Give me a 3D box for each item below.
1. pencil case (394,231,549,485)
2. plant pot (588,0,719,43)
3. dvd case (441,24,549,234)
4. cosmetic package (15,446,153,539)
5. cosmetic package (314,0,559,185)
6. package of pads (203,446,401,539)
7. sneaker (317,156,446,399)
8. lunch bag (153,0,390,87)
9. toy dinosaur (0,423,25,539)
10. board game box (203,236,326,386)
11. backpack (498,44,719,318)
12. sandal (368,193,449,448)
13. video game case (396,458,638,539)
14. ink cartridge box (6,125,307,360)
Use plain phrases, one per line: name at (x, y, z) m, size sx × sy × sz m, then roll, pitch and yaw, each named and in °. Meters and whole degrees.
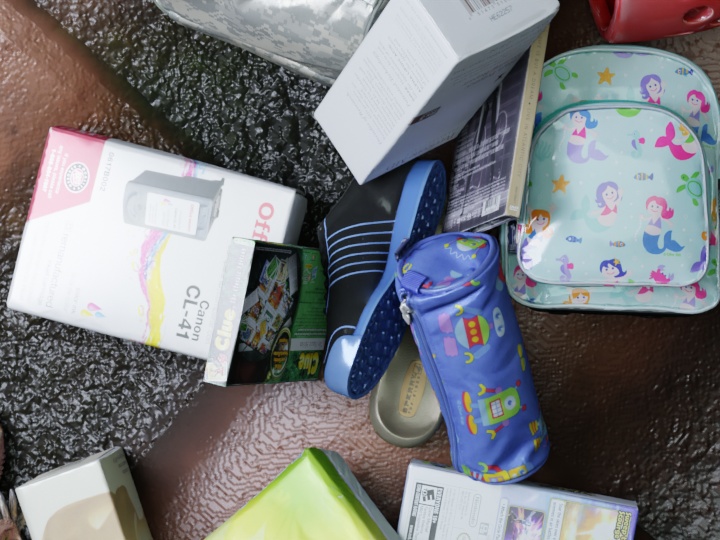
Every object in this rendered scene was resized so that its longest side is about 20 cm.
pencil case at (0.083, 0.067, 1.469) m, size 0.087 × 0.078 × 0.201 m, roll -28°, pitch 121°, yaw -17°
plant pot at (0.256, -0.275, 1.437) m, size 0.181 × 0.200 × 0.202 m, roll -7°, pitch 90°, yaw 1°
dvd case at (0.103, -0.127, 1.458) m, size 0.016 × 0.149 × 0.201 m, roll 11°, pitch 81°, yaw -14°
cosmetic package at (-0.192, 0.245, 1.519) m, size 0.071 × 0.105 × 0.201 m, roll -19°, pitch 91°, yaw 3°
cosmetic package at (0.051, -0.147, 1.408) m, size 0.101 × 0.200 × 0.074 m, roll -28°, pitch 78°, yaw -27°
package of pads at (-0.029, 0.258, 1.497) m, size 0.154 × 0.068 × 0.200 m, roll -41°, pitch 73°, yaw 14°
sneaker at (0.000, 0.000, 1.487) m, size 0.077 × 0.070 × 0.201 m, roll 11°, pitch 66°, yaw 24°
lunch bag at (-0.055, -0.228, 1.471) m, size 0.199 × 0.168 × 0.140 m, roll 24°, pitch 92°, yaw 2°
toy dinosaur at (-0.310, 0.159, 1.539) m, size 0.135 × 0.086 × 0.201 m, roll 10°, pitch 75°, yaw -7°
board game box at (-0.062, 0.032, 1.459) m, size 0.023 × 0.200 × 0.106 m, roll 9°, pitch 90°, yaw 17°
backpack at (0.188, -0.069, 1.475) m, size 0.176 × 0.151 × 0.202 m, roll 3°, pitch 86°, yaw 5°
sandal at (0.050, 0.038, 1.523) m, size 0.080 × 0.054 × 0.201 m, roll 11°, pitch 87°, yaw 3°
video game case at (0.109, 0.261, 1.528) m, size 0.180 × 0.045 × 0.201 m, roll 11°, pitch 91°, yaw 5°
ink cartridge box at (-0.156, -0.017, 1.522) m, size 0.199 × 0.086 × 0.149 m, roll 14°, pitch 91°, yaw 5°
